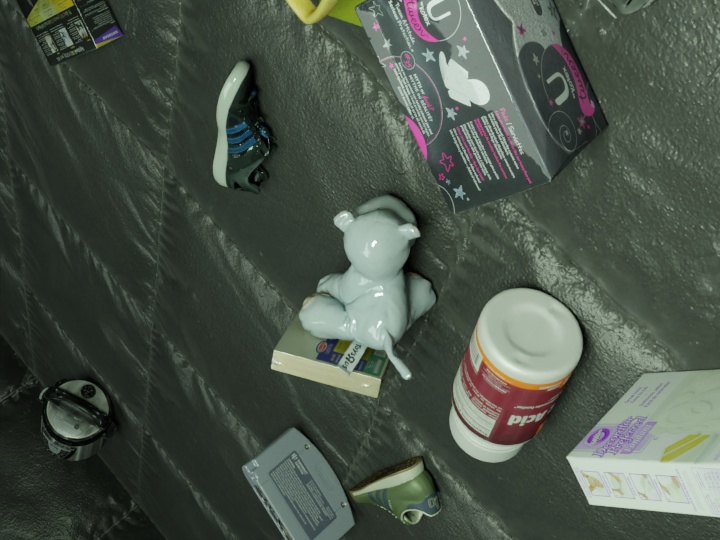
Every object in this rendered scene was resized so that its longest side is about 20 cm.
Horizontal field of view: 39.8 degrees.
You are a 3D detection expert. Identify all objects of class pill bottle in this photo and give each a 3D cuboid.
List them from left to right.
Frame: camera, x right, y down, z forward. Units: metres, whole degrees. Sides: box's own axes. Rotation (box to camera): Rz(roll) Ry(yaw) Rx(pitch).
[{"bbox_3d":[0.164,0.123,1.101,0.114,0.114,0.201,41,147,21],"label":"pill bottle"}]

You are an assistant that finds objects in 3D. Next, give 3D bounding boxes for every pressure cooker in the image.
[{"bbox_3d":[-0.707,0.364,2.469,0.181,0.173,0.201,70,153,22],"label":"pressure cooker"}]

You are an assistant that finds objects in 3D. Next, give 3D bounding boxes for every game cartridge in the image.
[{"bbox_3d":[-0.099,0.377,1.681,0.202,0.132,0.041,58,149,-3],"label":"game cartridge"}]

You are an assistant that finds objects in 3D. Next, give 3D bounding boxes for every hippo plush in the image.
[{"bbox_3d":[0.000,0.000,1.155,0.156,0.201,0.163,3,117,15],"label":"hippo plush"}]

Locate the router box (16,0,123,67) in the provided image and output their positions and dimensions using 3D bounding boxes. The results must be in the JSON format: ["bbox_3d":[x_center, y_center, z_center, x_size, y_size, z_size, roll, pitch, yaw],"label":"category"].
[{"bbox_3d":[-0.455,-0.406,1.512,0.199,0.052,0.159,3,122,53],"label":"router box"}]

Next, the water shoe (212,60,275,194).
[{"bbox_3d":[-0.144,-0.186,1.300,0.078,0.072,0.201,19,140,3],"label":"water shoe"}]

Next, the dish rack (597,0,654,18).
[{"bbox_3d":[0.169,-0.294,0.760,0.201,0.054,0.154,49,149,10],"label":"dish rack"}]

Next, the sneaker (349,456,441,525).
[{"bbox_3d":[0.054,0.348,1.506,0.091,0.067,0.200,58,146,4],"label":"sneaker"}]

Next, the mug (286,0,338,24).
[{"bbox_3d":[-0.102,-0.347,0.990,0.153,0.147,0.190,152,115,-67],"label":"mug"}]

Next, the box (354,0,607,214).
[{"bbox_3d":[0.111,-0.176,0.867,0.114,0.132,0.202,-14,107,44],"label":"box"}]

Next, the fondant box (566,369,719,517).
[{"bbox_3d":[0.306,0.152,0.904,0.199,0.144,0.059,-16,108,57],"label":"fondant box"}]

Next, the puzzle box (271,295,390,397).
[{"bbox_3d":[-0.024,0.089,1.221,0.131,0.200,0.026,15,109,6],"label":"puzzle box"}]

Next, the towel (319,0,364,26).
[{"bbox_3d":[0.021,-0.279,1.012,0.199,0.018,0.087,29,139,37],"label":"towel"}]
